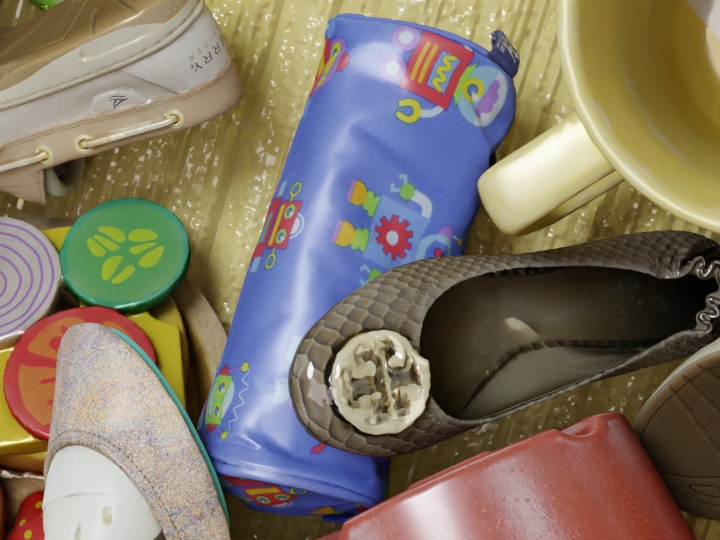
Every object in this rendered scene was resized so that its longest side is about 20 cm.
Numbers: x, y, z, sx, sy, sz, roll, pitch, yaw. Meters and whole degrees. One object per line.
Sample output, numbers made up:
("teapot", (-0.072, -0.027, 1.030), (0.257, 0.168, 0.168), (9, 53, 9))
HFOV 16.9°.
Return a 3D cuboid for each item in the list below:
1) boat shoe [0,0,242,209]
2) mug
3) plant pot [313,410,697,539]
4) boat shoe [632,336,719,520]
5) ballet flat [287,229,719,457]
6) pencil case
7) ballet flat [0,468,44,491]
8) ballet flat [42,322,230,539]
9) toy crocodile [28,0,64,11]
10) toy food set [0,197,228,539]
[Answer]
("boat shoe", (-0.134, -0.059, 0.978), (0.200, 0.074, 0.069), (-17, 119, 34))
("mug", (0.139, -0.088, 0.878), (0.186, 0.153, 0.150), (0, 94, 14))
("plant pot", (0.072, 0.169, 0.900), (0.200, 0.201, 0.196), (-27, 80, 13))
("boat shoe", (0.180, 0.027, 0.898), (0.072, 0.065, 0.200), (46, 131, -1))
("ballet flat", (0.066, 0.023, 0.897), (0.200, 0.046, 0.068), (-12, 98, -30))
("pencil case", (0.000, 0.000, 0.931), (0.087, 0.078, 0.200), (24, 76, -24))
("ballet flat", (-0.165, 0.085, 1.011), (0.200, 0.069, 0.071), (10, 78, 12))
("ballet flat", (-0.076, 0.117, 0.879), (0.068, 0.067, 0.200), (-23, 93, 47))
("toy crocodile", (-0.082, -0.190, 0.974), (0.067, 0.062, 0.200), (19, 102, -28))
("toy food set", (-0.147, 0.056, 0.965), (0.200, 0.049, 0.198), (-9, 58, 1))
